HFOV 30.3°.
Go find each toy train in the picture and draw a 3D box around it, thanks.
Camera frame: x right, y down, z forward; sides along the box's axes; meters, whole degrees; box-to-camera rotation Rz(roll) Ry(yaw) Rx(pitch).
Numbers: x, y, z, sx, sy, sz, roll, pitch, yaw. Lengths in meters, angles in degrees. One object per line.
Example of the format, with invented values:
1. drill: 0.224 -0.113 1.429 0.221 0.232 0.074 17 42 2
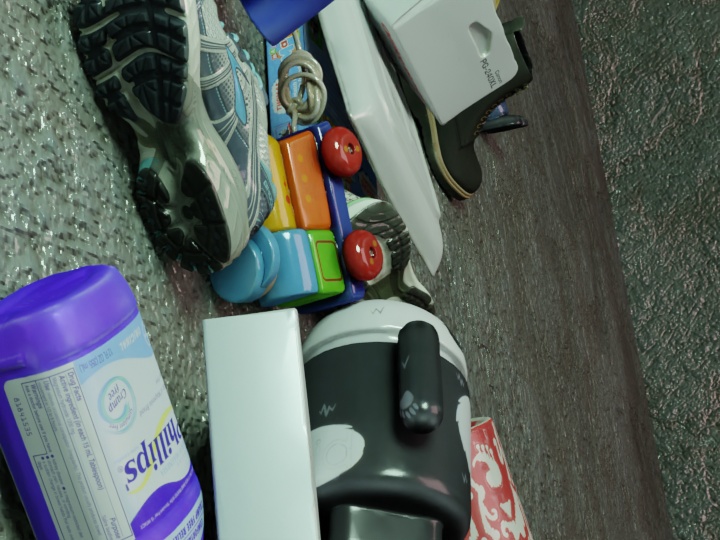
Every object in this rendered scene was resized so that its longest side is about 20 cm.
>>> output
1. toy train: -0.062 -0.073 0.861 0.115 0.084 0.202 -1 78 -58

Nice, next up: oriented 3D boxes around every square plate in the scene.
1. square plate: 0.015 -0.126 1.018 0.198 0.028 0.201 58 14 -50

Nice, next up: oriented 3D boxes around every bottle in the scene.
1. bottle: -0.109 0.102 0.594 0.084 0.065 0.202 -49 124 -67

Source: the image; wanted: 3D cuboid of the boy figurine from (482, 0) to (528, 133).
1. boy figurine: 0.169 -0.279 1.725 0.124 0.064 0.202 -1 82 -69

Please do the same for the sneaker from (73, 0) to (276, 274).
1. sneaker: -0.096 -0.105 0.744 0.086 0.077 0.202 -43 130 -50

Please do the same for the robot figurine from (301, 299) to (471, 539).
1. robot figurine: 0.014 0.116 0.867 0.125 0.149 0.201 43 37 -39

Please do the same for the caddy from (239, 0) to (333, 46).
1. caddy: -0.068 -0.234 0.790 0.200 0.105 0.141 54 8 28

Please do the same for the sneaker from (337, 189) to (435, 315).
1. sneaker: 0.000 0.000 1.001 0.089 0.077 0.201 50 -19 37

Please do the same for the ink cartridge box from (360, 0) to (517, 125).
1. ink cartridge box: 0.031 -0.239 1.101 0.200 0.083 0.145 56 2 34

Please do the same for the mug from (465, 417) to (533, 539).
1. mug: 0.069 0.221 0.968 0.177 0.132 0.202 -6 80 -74

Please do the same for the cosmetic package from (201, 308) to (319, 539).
1. cosmetic package: -0.046 0.122 0.695 0.200 0.051 0.152 93 -11 -71

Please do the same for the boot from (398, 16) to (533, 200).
1. boot: 0.133 -0.167 1.409 0.078 0.137 0.201 -85 156 -44

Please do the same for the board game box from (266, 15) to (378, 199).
1. board game box: -0.030 -0.136 1.053 0.151 0.036 0.202 48 33 -58
